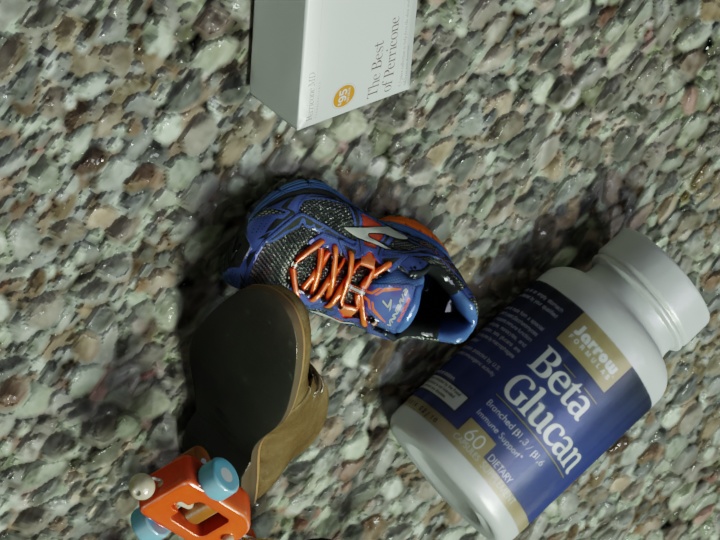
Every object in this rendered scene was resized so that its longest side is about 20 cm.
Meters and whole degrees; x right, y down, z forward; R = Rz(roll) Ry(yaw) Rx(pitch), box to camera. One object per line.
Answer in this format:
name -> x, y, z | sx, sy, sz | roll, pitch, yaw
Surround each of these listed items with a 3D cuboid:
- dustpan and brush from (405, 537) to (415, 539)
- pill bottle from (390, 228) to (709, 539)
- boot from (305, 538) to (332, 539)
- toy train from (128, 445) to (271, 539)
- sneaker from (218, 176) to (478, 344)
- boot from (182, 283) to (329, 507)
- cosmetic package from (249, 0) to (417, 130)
dustpan and brush -> -0.039, 0.240, 1.737 | 0.201, 0.057, 0.139 | -53, 141, 4
pill bottle -> 0.125, 0.069, 1.715 | 0.200, 0.111, 0.111 | -43, 141, -9
boot -> -0.006, 0.254, 1.699 | 0.173, 0.069, 0.201 | 13, 124, -35
toy train -> -0.118, 0.166, 1.578 | 0.150, 0.056, 0.200 | 30, 129, -33
sneaker -> 0.000, 0.000, 1.564 | 0.199, 0.078, 0.076 | 8, 114, -47
boot -> -0.052, 0.064, 1.563 | 0.075, 0.074, 0.201 | -32, 157, -30
cosmetic package -> -0.009, -0.179, 1.431 | 0.082, 0.051, 0.201 | -21, 133, -30
